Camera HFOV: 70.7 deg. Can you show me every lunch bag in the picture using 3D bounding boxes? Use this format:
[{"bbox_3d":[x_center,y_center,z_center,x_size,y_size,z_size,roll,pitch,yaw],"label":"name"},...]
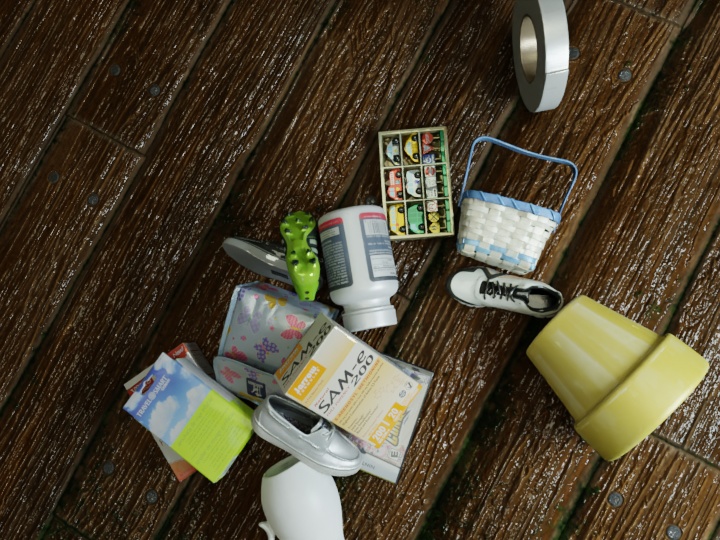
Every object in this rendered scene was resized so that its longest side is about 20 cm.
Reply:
[{"bbox_3d":[-0.149,0.140,0.870,0.169,0.127,0.201,20,100,9],"label":"lunch bag"}]

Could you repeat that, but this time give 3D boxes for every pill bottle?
[{"bbox_3d":[0.000,0.000,0.869,0.119,0.120,0.201,-10,83,6],"label":"pill bottle"}]

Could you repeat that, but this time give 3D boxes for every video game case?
[{"bbox_3d":[0.011,0.241,0.887,0.180,0.026,0.201,19,86,9],"label":"video game case"}]

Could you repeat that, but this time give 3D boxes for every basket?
[{"bbox_3d":[0.242,-0.106,0.840,0.176,0.139,0.201,20,94,8],"label":"basket"}]

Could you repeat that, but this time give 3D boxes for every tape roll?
[{"bbox_3d":[0.291,-0.365,0.834,0.037,0.203,0.204,-9,83,5],"label":"tape roll"}]

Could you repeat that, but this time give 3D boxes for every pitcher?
[{"bbox_3d":[-0.104,0.420,0.827,0.171,0.121,0.201,-24,88,-19],"label":"pitcher"}]

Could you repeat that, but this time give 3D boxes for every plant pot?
[{"bbox_3d":[0.369,0.147,0.774,0.201,0.201,0.189,-46,64,0],"label":"plant pot"}]

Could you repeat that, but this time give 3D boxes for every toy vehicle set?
[{"bbox_3d":[0.101,-0.156,0.920,0.124,0.027,0.201,-4,83,6],"label":"toy vehicle set"}]

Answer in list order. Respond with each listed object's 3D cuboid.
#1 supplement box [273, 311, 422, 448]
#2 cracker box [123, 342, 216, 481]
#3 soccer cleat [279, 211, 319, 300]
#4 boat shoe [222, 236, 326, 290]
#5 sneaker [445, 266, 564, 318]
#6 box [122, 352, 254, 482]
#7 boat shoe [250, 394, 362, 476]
[{"bbox_3d":[-0.017,0.175,0.798,0.200,0.073,0.126,37,87,-27],"label":"supplement box"},{"bbox_3d":[-0.309,0.247,0.909,0.134,0.058,0.200,-36,80,1],"label":"cracker box"},{"bbox_3d":[-0.102,-0.030,0.860,0.067,0.200,0.081,-3,127,-8],"label":"soccer cleat"},{"bbox_3d":[-0.152,-0.022,0.923,0.199,0.069,0.057,22,59,9],"label":"boat shoe"},{"bbox_3d":[0.244,0.033,0.857,0.199,0.080,0.074,9,86,9],"label":"sneaker"},{"bbox_3d":[-0.280,0.241,0.853,0.200,0.048,0.122,35,88,7],"label":"box"},{"bbox_3d":[-0.077,0.262,0.825,0.200,0.072,0.069,32,120,-2],"label":"boat shoe"}]
